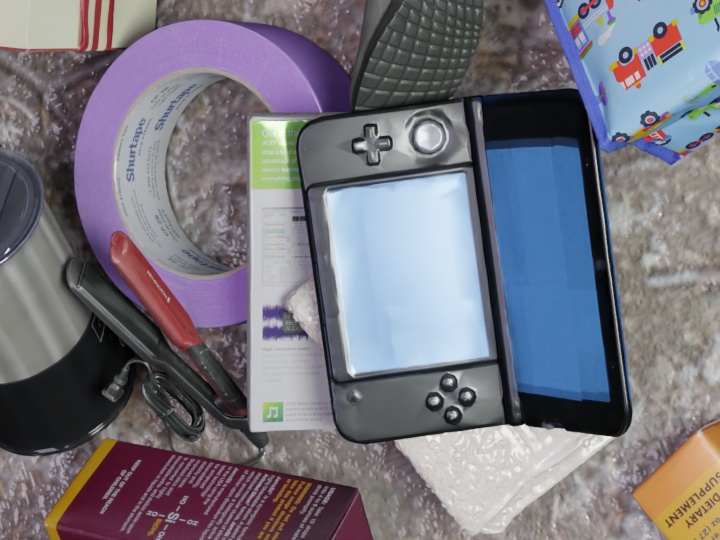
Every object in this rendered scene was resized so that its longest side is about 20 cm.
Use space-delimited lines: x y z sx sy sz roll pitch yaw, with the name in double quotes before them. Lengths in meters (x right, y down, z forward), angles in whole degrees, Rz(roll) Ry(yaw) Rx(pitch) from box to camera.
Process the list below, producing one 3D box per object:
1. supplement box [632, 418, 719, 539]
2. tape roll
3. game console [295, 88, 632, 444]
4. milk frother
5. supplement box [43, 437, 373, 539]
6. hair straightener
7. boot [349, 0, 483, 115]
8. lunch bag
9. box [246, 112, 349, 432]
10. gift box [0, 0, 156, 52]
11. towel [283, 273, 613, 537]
"supplement box" 0.254 0.183 1.397 0.200 0.069 0.067 49 115 14
"tape roll" -0.089 -0.064 1.565 0.199 0.066 0.201 2 95 27
"game console" 0.057 0.002 1.377 0.170 0.118 0.201 -8 95 0
"milk frother" -0.280 0.026 1.575 0.200 0.188 0.181 -31 48 -9
"supplement box" -0.091 0.191 1.544 0.199 0.086 0.111 9 134 28
"hair straightener" -0.129 0.064 1.549 0.077 0.041 0.200 -27 123 19
"boot" 0.026 -0.195 1.438 0.131 0.067 0.201 56 135 51
"lunch bag" 0.172 -0.185 1.318 0.150 0.094 0.201 -33 70 27
"box" 0.000 0.000 1.486 0.144 0.036 0.201 -1 102 -8
"gift box" -0.252 -0.246 1.573 0.199 0.184 0.188 9 99 21
"towel" 0.061 0.055 1.458 0.132 0.034 0.200 -40 96 2
